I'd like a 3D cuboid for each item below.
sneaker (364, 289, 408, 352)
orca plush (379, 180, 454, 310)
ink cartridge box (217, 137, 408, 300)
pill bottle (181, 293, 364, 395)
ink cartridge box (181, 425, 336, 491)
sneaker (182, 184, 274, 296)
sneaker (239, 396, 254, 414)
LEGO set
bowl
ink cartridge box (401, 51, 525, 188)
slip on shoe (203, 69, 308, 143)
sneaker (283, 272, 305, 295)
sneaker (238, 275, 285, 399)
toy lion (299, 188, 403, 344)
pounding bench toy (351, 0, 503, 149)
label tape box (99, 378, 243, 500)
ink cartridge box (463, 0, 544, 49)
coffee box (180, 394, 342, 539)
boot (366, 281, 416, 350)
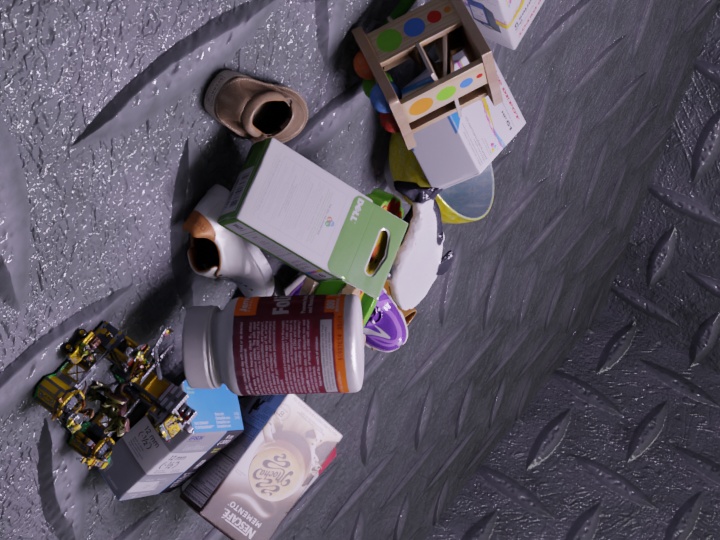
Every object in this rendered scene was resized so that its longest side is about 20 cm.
[{"bbox_3d":[-0.002,0.037,1.606,0.080,0.200,0.083,-36,-168,-2],"label":"sneaker"},{"bbox_3d":[0.057,-0.044,1.417,0.105,0.071,0.201,-23,138,-9],"label":"orca plush"},{"bbox_3d":[-0.053,-0.055,1.274,0.059,0.199,0.104,-10,-126,60],"label":"ink cartridge box"},{"bbox_3d":[-0.099,0.086,1.287,0.114,0.199,0.115,-2,90,-86],"label":"pill bottle"},{"bbox_3d":[-0.151,0.288,1.661,0.200,0.145,0.084,-46,156,-31],"label":"ink cartridge box"},{"bbox_3d":[-0.165,-0.013,1.331,0.085,0.073,0.200,-48,146,-21],"label":"sneaker"},{"bbox_3d":[-0.172,0.189,1.601,0.200,0.078,0.091,-44,165,-16],"label":"sneaker"},{"bbox_3d":[-0.265,0.157,1.256,0.154,0.116,0.201,-47,156,-30],"label":"LEGO set"},{"bbox_3d":[0.101,-0.153,1.655,0.107,0.201,0.200,-21,-176,36],"label":"bowl"},{"bbox_3d":[0.141,-0.224,1.579,0.084,0.145,0.200,-20,-163,35],"label":"ink cartridge box"},{"bbox_3d":[-0.101,-0.176,1.254,0.076,0.060,0.200,-61,160,5],"label":"slip on shoe"},{"bbox_3d":[-0.070,0.070,1.615,0.081,0.083,0.201,-44,154,-34],"label":"sneaker"},{"bbox_3d":[-0.161,0.094,1.482,0.091,0.076,0.201,-8,124,-57],"label":"sneaker"},{"bbox_3d":[0.000,0.000,1.426,0.192,0.068,0.200,-58,161,-26],"label":"toy lion"},{"bbox_3d":[0.064,-0.285,1.419,0.155,0.201,0.124,-26,155,3],"label":"pounding bench toy"},{"bbox_3d":[-0.219,0.205,1.421,0.200,0.066,0.143,-40,162,12],"label":"label tape box"},{"bbox_3d":[0.209,-0.429,1.586,0.146,0.087,0.200,-58,161,-4],"label":"ink cartridge box"},{"bbox_3d":[-0.134,0.268,1.514,0.113,0.080,0.200,43,75,-27],"label":"coffee box"},{"bbox_3d":[0.032,0.024,1.721,0.201,0.144,0.071,-50,159,-24],"label":"boot"}]
